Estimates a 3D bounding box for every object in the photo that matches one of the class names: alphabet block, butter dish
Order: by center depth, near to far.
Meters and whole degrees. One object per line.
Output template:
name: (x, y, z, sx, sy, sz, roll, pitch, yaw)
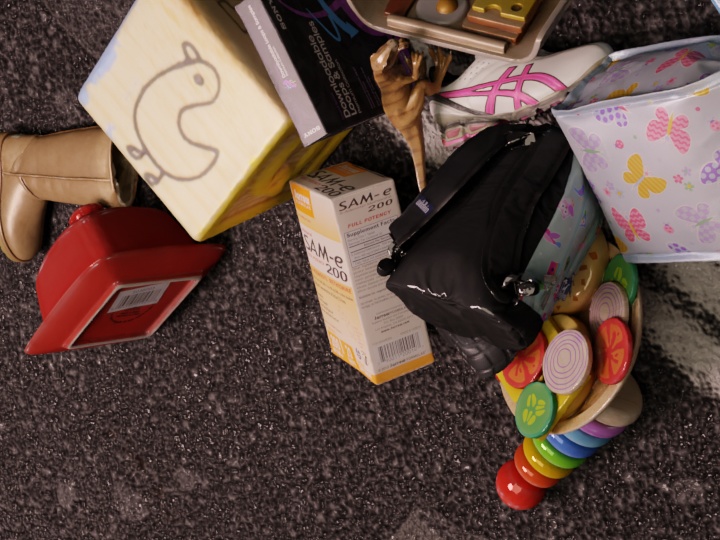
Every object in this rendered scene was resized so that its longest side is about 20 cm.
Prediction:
alphabet block: (-0.129, -0.183, 1.299, 0.200, 0.196, 0.196, 48, 126, 8)
butter dish: (-0.292, -0.011, 1.478, 0.199, 0.199, 0.149, -44, 66, 35)

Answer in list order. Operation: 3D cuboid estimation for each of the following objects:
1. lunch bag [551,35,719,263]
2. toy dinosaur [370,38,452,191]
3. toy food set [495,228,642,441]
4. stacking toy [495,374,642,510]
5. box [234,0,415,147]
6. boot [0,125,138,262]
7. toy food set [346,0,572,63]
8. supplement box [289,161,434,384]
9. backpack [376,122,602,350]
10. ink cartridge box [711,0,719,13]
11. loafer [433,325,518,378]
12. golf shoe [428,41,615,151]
lunch bag: (0.289, -0.103, 1.066, 0.199, 0.127, 0.170, -1, 125, 57)
toy dinosaur: (0.045, -0.155, 1.212, 0.060, 0.107, 0.201, 16, 150, 33)
toy food set: (0.193, 0.058, 1.211, 0.201, 0.048, 0.198, -57, 35, 21)
stacking toy: (0.198, 0.174, 1.295, 0.085, 0.085, 0.201, 43, 128, 12)
box: (-0.020, -0.209, 1.216, 0.036, 0.200, 0.144, -25, 93, 38)
boot: (-0.361, -0.089, 1.557, 0.198, 0.066, 0.177, 5, 110, 29)
toy food set: (0.104, -0.270, 1.148, 0.199, 0.144, 0.061, 19, 149, 26)
supplement box: (0.000, 0.000, 1.311, 0.126, 0.073, 0.202, 28, 134, 65)
backpack: (0.132, -0.035, 1.162, 0.166, 0.201, 0.127, 19, 158, 35)
ink cartridge box: (0.393, -0.204, 1.031, 0.145, 0.084, 0.201, -35, 87, 35)
loafer: (0.110, 0.044, 1.264, 0.070, 0.201, 0.068, -34, 114, -4)
golf shoe: (0.145, -0.182, 1.202, 0.199, 0.072, 0.093, -18, 95, 36)
